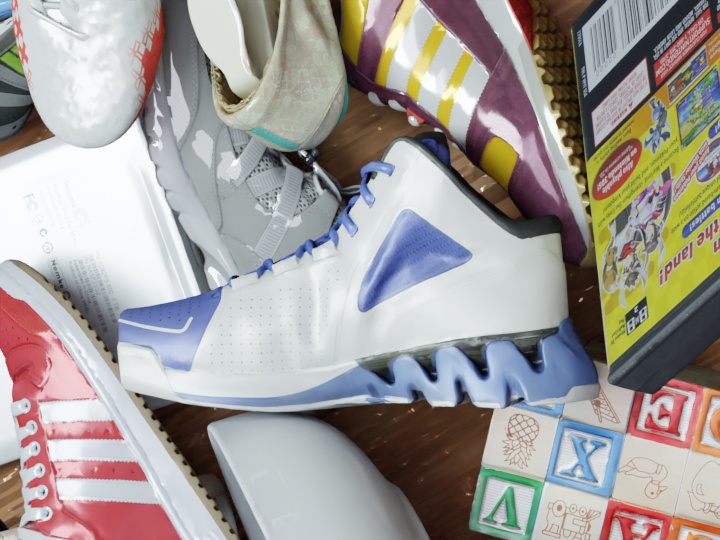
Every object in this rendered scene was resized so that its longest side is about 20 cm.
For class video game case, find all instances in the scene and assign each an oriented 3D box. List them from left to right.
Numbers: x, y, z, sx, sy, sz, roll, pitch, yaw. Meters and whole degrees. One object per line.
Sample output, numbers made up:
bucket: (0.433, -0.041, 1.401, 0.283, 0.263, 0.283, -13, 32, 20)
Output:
video game case: (0.149, -0.077, 1.040, 0.025, 0.182, 0.200, 14, 143, -24)

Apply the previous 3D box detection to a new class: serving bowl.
serving bowl: (0.004, 0.144, 1.130, 0.065, 0.200, 0.201, -23, 90, -6)

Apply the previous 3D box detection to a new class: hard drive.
hard drive: (-0.168, 0.020, 1.230, 0.199, 0.026, 0.133, -20, 91, 12)

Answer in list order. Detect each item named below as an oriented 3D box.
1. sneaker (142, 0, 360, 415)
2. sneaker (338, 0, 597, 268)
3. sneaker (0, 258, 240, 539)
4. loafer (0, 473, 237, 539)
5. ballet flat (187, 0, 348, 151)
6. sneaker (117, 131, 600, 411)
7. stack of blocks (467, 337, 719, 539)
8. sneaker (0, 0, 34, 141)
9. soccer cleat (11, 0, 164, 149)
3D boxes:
sneaker: (-0.041, -0.035, 1.186, 0.082, 0.075, 0.201, -21, 101, 3)
sneaker: (0.042, -0.084, 1.163, 0.090, 0.075, 0.201, -27, 83, 21)
sneaker: (-0.134, 0.099, 1.159, 0.112, 0.071, 0.200, -34, 78, -9)
loafer: (-0.152, 0.134, 1.223, 0.198, 0.072, 0.063, -6, 77, 5)
ballet flat: (-0.051, -0.147, 1.140, 0.067, 0.062, 0.201, -32, 63, 38)
sneaker: (0.001, 0.000, 1.121, 0.198, 0.081, 0.116, -1, 89, 9)
stack of blocks: (0.151, 0.105, 1.158, 0.199, 0.059, 0.116, 14, 98, 10)
sneaker: (-0.162, -0.109, 1.199, 0.199, 0.083, 0.071, -35, 66, -3)
soccer cleat: (-0.118, -0.153, 1.109, 0.068, 0.085, 0.202, 3, 87, 12)
